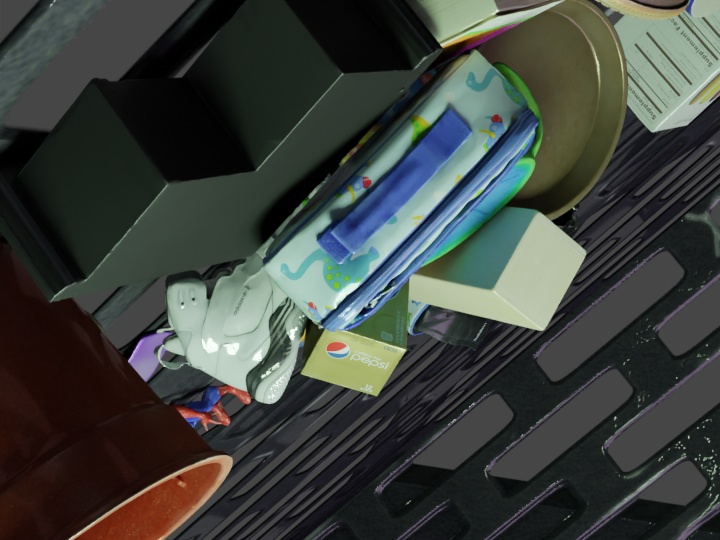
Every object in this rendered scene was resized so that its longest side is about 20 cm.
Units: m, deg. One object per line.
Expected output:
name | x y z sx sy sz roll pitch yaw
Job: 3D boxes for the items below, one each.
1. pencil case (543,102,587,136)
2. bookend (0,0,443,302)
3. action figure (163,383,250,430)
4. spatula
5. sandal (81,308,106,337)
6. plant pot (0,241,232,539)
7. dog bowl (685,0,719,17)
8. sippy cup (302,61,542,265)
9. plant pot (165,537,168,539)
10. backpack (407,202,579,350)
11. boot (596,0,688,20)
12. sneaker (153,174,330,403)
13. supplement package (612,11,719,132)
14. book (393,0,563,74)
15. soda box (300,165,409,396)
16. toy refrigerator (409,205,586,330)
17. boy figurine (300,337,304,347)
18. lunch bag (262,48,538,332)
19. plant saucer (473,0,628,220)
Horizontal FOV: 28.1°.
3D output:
pencil case | 0.134 -0.135 1.284 0.199 0.094 0.091 -31 166 -25
bookend | -0.087 -0.091 0.834 0.199 0.092 0.200 -45 165 29
action figure | -0.190 0.162 1.535 0.065 0.052 0.200 -41 165 28
spatula | -0.148 0.037 1.270 0.200 0.021 0.056 -44 164 21
sandal | -0.229 0.083 1.127 0.054 0.080 0.200 -55 177 -41
plant pot | -0.217 0.101 0.911 0.200 0.196 0.201 -35 167 -9
dog bowl | 0.338 -0.316 1.250 0.200 0.079 0.200 -36 167 -10
sippy cup | 0.043 -0.090 1.105 0.177 0.131 0.140 -25 162 -45
plant pot | -0.308 0.350 1.561 0.200 0.196 0.197 -39 170 -36
backpack | 0.096 -0.023 1.444 0.200 0.154 0.190 -52 169 23
boot | 0.179 -0.254 0.895 0.199 0.073 0.167 20 125 -34
sneaker | -0.093 -0.001 1.155 0.075 0.114 0.201 -144 -111 -79
supplement package | 0.345 -0.246 1.436 0.200 0.110 0.114 -45 165 30
book | 0.030 -0.147 0.951 0.199 0.048 0.133 -25 177 32
soda box | 0.000 0.000 1.177 0.201 0.067 0.064 -85 -163 -44
toy refrigerator | 0.094 -0.008 1.207 0.076 0.070 0.200 -59 -152 -11
boy figurine | -0.065 0.056 1.473 0.124 0.065 0.200 -39 171 14
lunch bag | 0.025 -0.050 0.947 0.200 0.082 0.161 -46 -178 -1
plant saucer | 0.148 -0.137 1.222 0.199 0.029 0.201 -14 113 -34
